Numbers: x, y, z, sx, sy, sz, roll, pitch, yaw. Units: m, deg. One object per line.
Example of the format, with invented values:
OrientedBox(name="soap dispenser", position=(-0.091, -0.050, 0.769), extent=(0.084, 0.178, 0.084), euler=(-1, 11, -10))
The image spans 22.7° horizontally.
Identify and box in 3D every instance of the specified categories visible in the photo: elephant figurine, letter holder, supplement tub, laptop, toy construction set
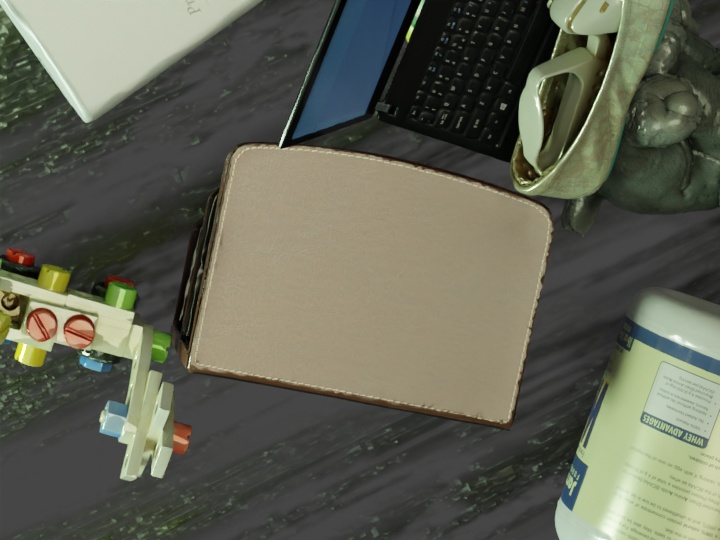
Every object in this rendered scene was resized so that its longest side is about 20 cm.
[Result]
OrientedBox(name="elephant figurine", position=(0.247, -0.079, 1.081), extent=(0.198, 0.155, 0.143), euler=(18, 74, -5))
OrientedBox(name="letter holder", position=(0.000, 0.000, 1.071), extent=(0.198, 0.101, 0.144), euler=(11, 96, -13))
OrientedBox(name="supplement tub", position=(0.205, 0.125, 1.108), extent=(0.144, 0.145, 0.202), euler=(18, 96, -13))
OrientedBox(name="laptop", position=(0.071, -0.136, 0.993), extent=(0.198, 0.104, 0.178), euler=(17, 114, -17))
OrientedBox(name="toy construction set", position=(-0.179, 0.038, 1.025), extent=(0.199, 0.131, 0.093), euler=(31, 93, -14))

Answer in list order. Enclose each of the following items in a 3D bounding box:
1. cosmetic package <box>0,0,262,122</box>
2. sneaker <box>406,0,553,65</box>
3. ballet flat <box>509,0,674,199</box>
OrientedBox(name="cosmetic package", position=(-0.119, -0.208, 0.976), extent=(0.199, 0.165, 0.166), euler=(-34, 104, -4))
OrientedBox(name="sneaker", position=(0.113, -0.193, 1.067), extent=(0.199, 0.074, 0.084), euler=(-28, 117, -5))
OrientedBox(name="ballet flat", position=(0.128, -0.123, 0.994), extent=(0.062, 0.068, 0.201), euler=(-7, 126, -26))
